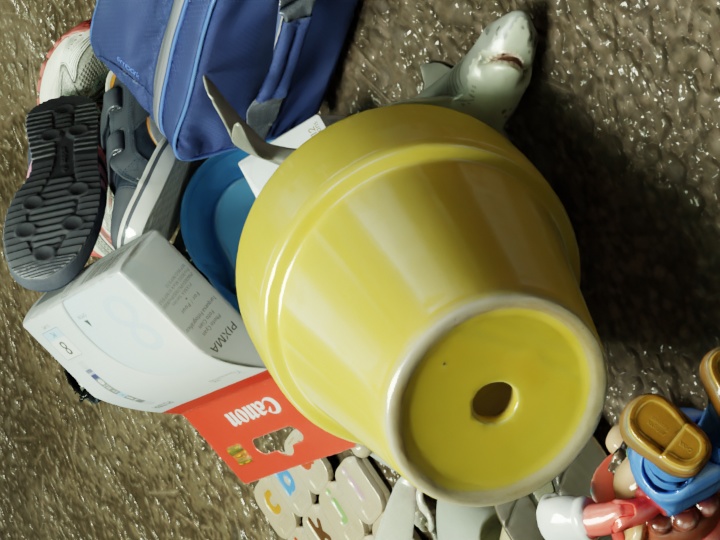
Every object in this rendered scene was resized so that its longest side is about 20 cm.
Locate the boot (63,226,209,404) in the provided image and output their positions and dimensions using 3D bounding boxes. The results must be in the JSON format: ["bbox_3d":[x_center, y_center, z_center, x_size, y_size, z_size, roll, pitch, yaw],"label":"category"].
[{"bbox_3d":[-0.136,-0.001,1.510,0.076,0.167,0.201,45,141,28],"label":"boot"}]

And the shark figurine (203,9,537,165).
[{"bbox_3d":[0.020,-0.099,1.291,0.129,0.213,0.090,59,-158,-44],"label":"shark figurine"}]

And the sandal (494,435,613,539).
[{"bbox_3d":[0.151,0.173,1.300,0.200,0.082,0.055,50,-179,9],"label":"sandal"}]

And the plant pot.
[{"bbox_3d":[0.046,0.032,1.185,0.189,0.199,0.203,-124,27,-59],"label":"plant pot"}]

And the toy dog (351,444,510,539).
[{"bbox_3d":[0.051,0.173,1.402,0.199,0.096,0.133,22,119,47],"label":"toy dog"}]

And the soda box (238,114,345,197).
[{"bbox_3d":[0.000,0.000,1.379,0.068,0.064,0.201,-29,85,16],"label":"soda box"}]

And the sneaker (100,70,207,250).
[{"bbox_3d":[-0.147,-0.088,1.443,0.079,0.201,0.079,16,138,6],"label":"sneaker"}]

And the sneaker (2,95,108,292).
[{"bbox_3d":[-0.203,-0.037,1.454,0.201,0.069,0.083,-88,-7,-51],"label":"sneaker"}]

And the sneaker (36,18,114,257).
[{"bbox_3d":[-0.182,-0.096,1.569,0.082,0.078,0.202,19,132,37],"label":"sneaker"}]

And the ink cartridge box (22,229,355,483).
[{"bbox_3d":[-0.117,0.074,1.402,0.200,0.047,0.160,48,146,-12],"label":"ink cartridge box"}]

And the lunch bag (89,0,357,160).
[{"bbox_3d":[-0.077,-0.176,1.350,0.133,0.135,0.201,49,142,26],"label":"lunch bag"}]

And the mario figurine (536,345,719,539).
[{"bbox_3d":[0.164,0.099,1.173,0.200,0.122,0.107,94,180,-65],"label":"mario figurine"}]

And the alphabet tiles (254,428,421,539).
[{"bbox_3d":[-0.010,0.222,1.599,0.196,0.015,0.200,54,145,16],"label":"alphabet tiles"}]

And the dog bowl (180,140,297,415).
[{"bbox_3d":[-0.047,0.007,1.441,0.201,0.111,0.050,61,173,3],"label":"dog bowl"}]
